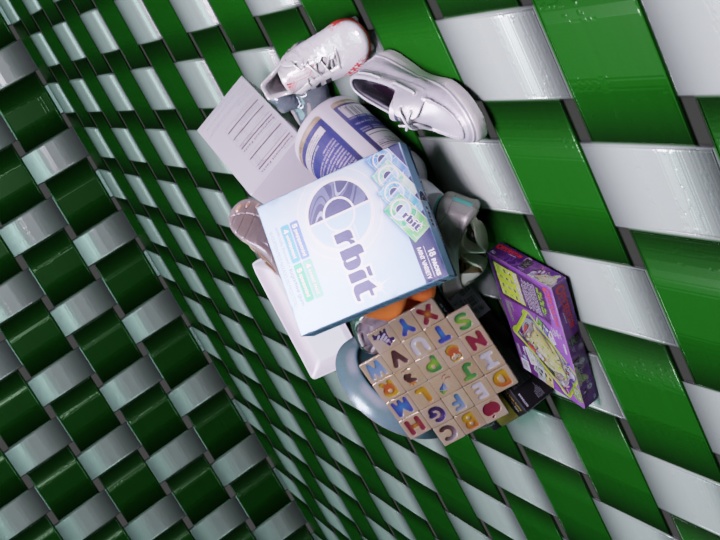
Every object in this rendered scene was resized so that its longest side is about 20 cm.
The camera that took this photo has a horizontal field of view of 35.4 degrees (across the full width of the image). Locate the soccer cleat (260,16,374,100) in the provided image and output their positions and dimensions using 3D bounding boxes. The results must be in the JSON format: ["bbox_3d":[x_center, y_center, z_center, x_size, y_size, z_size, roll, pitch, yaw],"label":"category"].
[{"bbox_3d":[-0.056,-0.257,1.407,0.200,0.085,0.069,-10,114,58],"label":"soccer cleat"}]

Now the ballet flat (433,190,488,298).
[{"bbox_3d":[0.129,-0.021,1.414,0.063,0.068,0.200,14,149,18],"label":"ballet flat"}]

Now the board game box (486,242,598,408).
[{"bbox_3d":[0.223,0.068,1.377,0.120,0.032,0.201,40,157,51],"label":"board game box"}]

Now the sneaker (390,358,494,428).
[{"bbox_3d":[0.096,0.141,1.525,0.200,0.079,0.079,44,168,-16],"label":"sneaker"}]

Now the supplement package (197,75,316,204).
[{"bbox_3d":[-0.131,-0.174,1.638,0.114,0.110,0.200,34,-169,-44],"label":"supplement package"}]

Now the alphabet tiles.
[{"bbox_3d":[0.102,0.134,1.463,0.200,0.166,0.006,55,-166,-21],"label":"alphabet tiles"}]

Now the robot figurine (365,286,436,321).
[{"bbox_3d":[0.000,0.001,1.463,0.144,0.199,0.117,-85,8,-78],"label":"robot figurine"}]

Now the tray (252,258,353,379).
[{"bbox_3d":[-0.076,0.057,1.679,0.107,0.022,0.201,-25,95,37],"label":"tray"}]

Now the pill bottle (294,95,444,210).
[{"bbox_3d":[0.015,-0.125,1.440,0.200,0.111,0.111,45,160,30],"label":"pill bottle"}]

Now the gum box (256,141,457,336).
[{"bbox_3d":[-0.007,-0.035,1.355,0.171,0.199,0.045,70,-163,9],"label":"gum box"}]

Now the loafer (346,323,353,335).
[{"bbox_3d":[-0.070,0.023,1.721,0.073,0.071,0.200,-40,83,32],"label":"loafer"}]

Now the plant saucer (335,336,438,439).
[{"bbox_3d":[0.060,0.154,1.600,0.200,0.199,0.027,47,127,24],"label":"plant saucer"}]

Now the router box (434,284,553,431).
[{"bbox_3d":[0.166,0.117,1.569,0.200,0.052,0.157,53,162,9],"label":"router box"}]

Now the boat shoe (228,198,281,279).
[{"bbox_3d":[-0.102,-0.024,1.609,0.200,0.076,0.072,45,175,14],"label":"boat shoe"}]

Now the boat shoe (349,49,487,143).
[{"bbox_3d":[0.061,-0.190,1.278,0.200,0.068,0.072,42,158,36],"label":"boat shoe"}]

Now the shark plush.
[{"bbox_3d":[-0.050,-0.212,1.539,0.083,0.091,0.201,-23,96,41],"label":"shark plush"}]

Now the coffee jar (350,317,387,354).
[{"bbox_3d":[0.017,0.025,1.634,0.200,0.104,0.086,-115,5,-52],"label":"coffee jar"}]
